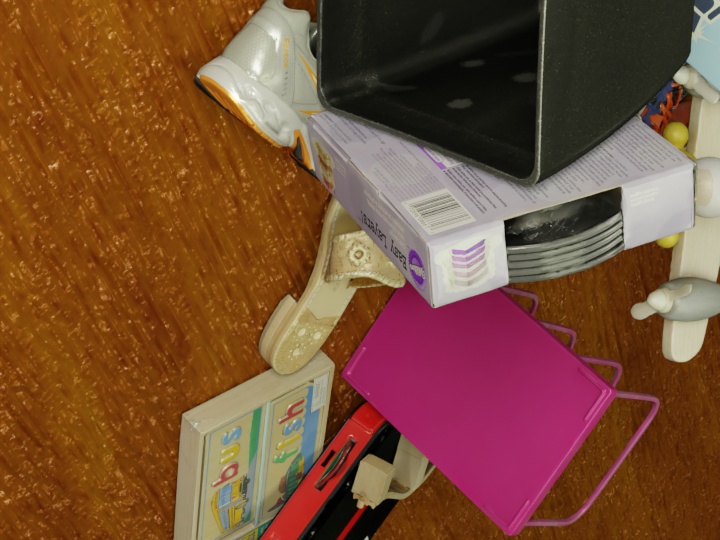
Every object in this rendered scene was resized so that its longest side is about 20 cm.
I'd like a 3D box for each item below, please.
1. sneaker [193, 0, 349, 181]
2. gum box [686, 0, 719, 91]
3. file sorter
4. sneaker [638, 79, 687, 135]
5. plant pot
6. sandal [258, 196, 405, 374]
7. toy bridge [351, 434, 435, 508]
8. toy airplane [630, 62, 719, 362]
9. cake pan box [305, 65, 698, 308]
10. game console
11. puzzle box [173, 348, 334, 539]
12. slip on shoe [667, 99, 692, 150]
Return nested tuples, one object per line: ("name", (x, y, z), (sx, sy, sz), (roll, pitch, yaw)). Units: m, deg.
("sneaker", (-0.024, -0.114, 1.417), (0.092, 0.076, 0.200), (-53, 150, 1))
("gum box", (0.266, -0.221, 1.463), (0.170, 0.045, 0.199), (-38, 125, 26))
("file sorter", (0.117, 0.092, 1.695), (0.140, 0.200, 0.125), (-56, 150, 14))
("sneaker", (0.217, -0.110, 1.706), (0.200, 0.078, 0.075), (-43, 149, -8))
("plant pot", (0.102, -0.188, 1.314), (0.176, 0.199, 0.202), (-17, 118, -38))
("sandal", (0.004, 0.000, 1.575), (0.077, 0.070, 0.213), (4, 122, -52))
("toy bridge", (0.044, 0.152, 1.772), (0.200, 0.027, 0.068), (-36, 147, -55))
("toy airplane", (0.255, -0.061, 1.604), (0.199, 0.201, 0.141), (-39, -168, -8))
("cake pan box", (0.087, -0.062, 1.326), (0.183, 0.200, 0.053), (-19, 123, -17))
("game console", (-0.028, 0.213, 1.773), (0.201, 0.031, 0.177), (-52, 160, -16))
("puzzle box", (-0.087, 0.161, 1.686), (0.132, 0.025, 0.201), (-26, 143, -30))
("slip on shoe", (0.236, -0.097, 1.770), (0.199, 0.062, 0.074), (-29, 166, -6))
